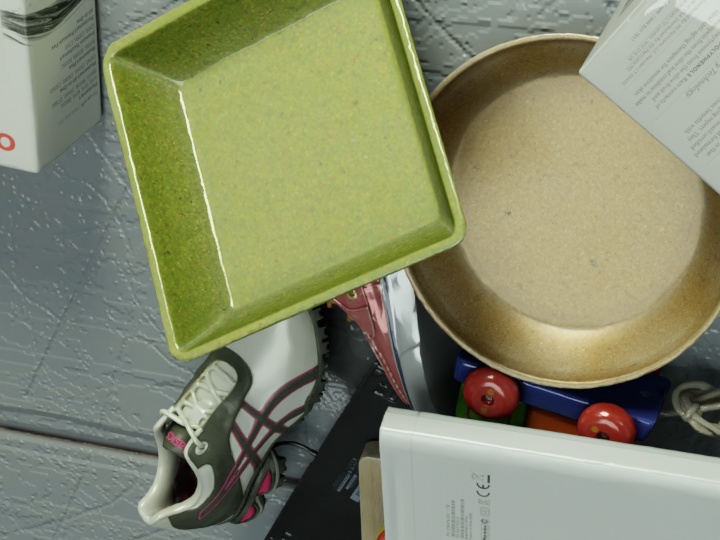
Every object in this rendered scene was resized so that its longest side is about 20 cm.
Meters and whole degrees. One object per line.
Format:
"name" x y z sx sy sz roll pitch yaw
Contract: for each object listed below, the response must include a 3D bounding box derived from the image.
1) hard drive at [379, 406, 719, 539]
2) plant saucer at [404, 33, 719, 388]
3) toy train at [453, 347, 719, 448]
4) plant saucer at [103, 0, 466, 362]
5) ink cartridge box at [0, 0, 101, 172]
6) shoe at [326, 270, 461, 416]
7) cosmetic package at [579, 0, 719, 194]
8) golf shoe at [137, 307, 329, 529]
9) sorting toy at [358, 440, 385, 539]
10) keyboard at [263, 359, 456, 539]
"hard drive" 0.112 0.146 0.991 0.199 0.027 0.132 8 132 13
"plant saucer" 0.117 -0.034 0.947 0.199 0.035 0.201 5 106 18
"toy train" 0.150 0.110 1.013 0.199 0.085 0.116 18 124 13
"plant saucer" -0.039 -0.071 0.956 0.199 0.048 0.200 -23 73 27
"ink cartridge box" -0.241 -0.172 1.015 0.145 0.084 0.201 13 124 17
"shoe" 0.000 0.000 1.027 0.091 0.071 0.201 -4 113 28
"cosmetic package" 0.219 -0.081 0.849 0.200 0.108 0.085 38 127 -4
"golf shoe" -0.081 0.087 1.088 0.077 0.088 0.201 36 121 34
"sorting toy" 0.091 0.225 1.115 0.198 0.070 0.201 8 124 15
"keyboard" -0.017 0.127 1.145 0.127 0.021 0.200 29 127 -2
